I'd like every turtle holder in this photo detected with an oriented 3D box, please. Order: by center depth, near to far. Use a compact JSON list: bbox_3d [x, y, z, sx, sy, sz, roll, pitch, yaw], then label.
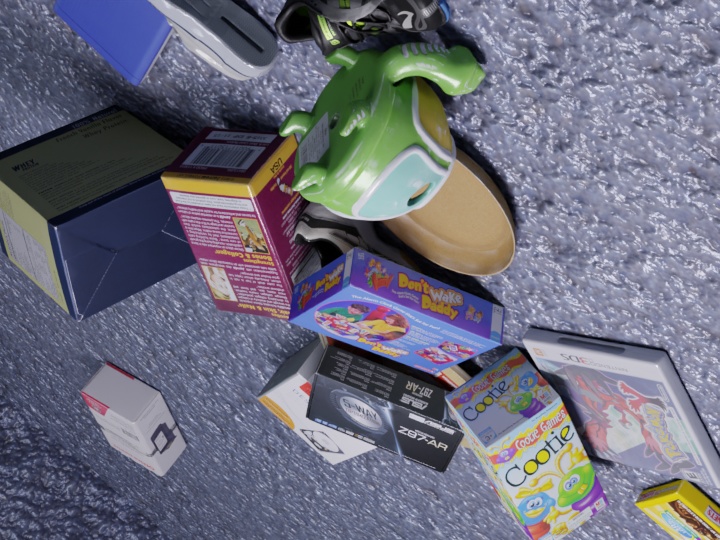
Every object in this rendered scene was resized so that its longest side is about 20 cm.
[{"bbox_3d":[0.022,-0.133,1.205,0.131,0.187,0.141,23,-170,-27],"label":"turtle holder"}]

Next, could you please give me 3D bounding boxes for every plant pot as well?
[{"bbox_3d":[0.077,-0.075,1.348,0.199,0.028,0.201,30,153,17],"label":"plant pot"}]

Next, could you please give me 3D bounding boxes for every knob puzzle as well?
[{"bbox_3d":[0.110,0.159,1.682,0.218,0.031,0.220,30,153,17],"label":"knob puzzle"}]

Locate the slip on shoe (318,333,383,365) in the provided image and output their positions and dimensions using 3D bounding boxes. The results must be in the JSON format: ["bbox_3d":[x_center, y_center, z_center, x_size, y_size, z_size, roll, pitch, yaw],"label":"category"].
[{"bbox_3d":[-0.009,0.079,1.671,0.061,0.075,0.201,4,140,28],"label":"slip on shoe"}]

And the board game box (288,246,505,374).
[{"bbox_3d":[0.040,0.049,1.459,0.198,0.045,0.134,22,151,-26],"label":"board game box"}]

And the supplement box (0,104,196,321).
[{"bbox_3d":[-0.317,-0.075,1.603,0.199,0.199,0.136,33,140,41],"label":"supplement box"}]

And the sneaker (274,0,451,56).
[{"bbox_3d":[0.000,-0.219,1.146,0.198,0.083,0.071,8,141,48],"label":"sneaker"}]

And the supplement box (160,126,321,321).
[{"bbox_3d":[-0.121,-0.052,1.514,0.130,0.103,0.202,8,133,31],"label":"supplement box"}]

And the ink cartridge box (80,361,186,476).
[{"bbox_3d":[-0.435,0.289,2.569,0.144,0.085,0.201,25,150,27],"label":"ink cartridge box"}]

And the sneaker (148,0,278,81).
[{"bbox_3d":[-0.172,-0.260,1.325,0.200,0.073,0.071,45,151,-13],"label":"sneaker"}]

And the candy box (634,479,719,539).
[{"bbox_3d":[0.418,0.319,1.535,0.200,0.026,0.102,41,158,-2],"label":"candy box"}]

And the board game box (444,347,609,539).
[{"bbox_3d":[0.193,0.208,1.527,0.103,0.104,0.201,51,172,52],"label":"board game box"}]

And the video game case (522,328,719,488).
[{"bbox_3d":[0.285,0.148,1.438,0.181,0.023,0.201,9,141,47],"label":"video game case"}]

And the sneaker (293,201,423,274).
[{"bbox_3d":[0.000,0.000,1.504,0.200,0.088,0.075,46,152,-18],"label":"sneaker"}]

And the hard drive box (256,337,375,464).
[{"bbox_3d":[-0.042,0.184,1.876,0.156,0.077,0.200,41,154,-5],"label":"hard drive box"}]

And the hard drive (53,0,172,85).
[{"bbox_3d":[-0.267,-0.290,1.459,0.132,0.025,0.200,43,155,-7],"label":"hard drive"}]

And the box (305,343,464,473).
[{"bbox_3d":[0.034,0.176,1.672,0.198,0.044,0.161,22,153,3],"label":"box"}]
